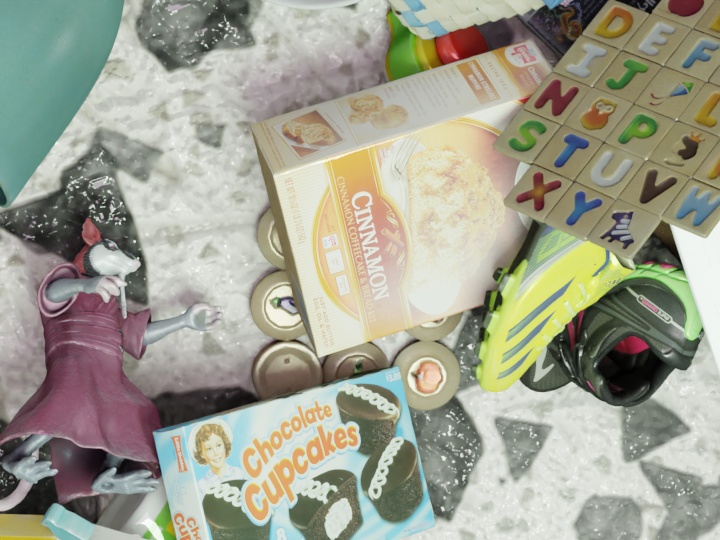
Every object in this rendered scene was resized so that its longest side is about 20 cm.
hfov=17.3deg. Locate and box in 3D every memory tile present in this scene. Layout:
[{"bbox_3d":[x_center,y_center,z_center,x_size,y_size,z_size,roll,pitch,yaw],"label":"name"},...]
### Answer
[{"bbox_3d":[0.000,0.000,1.652,0.153,0.017,0.200,2,98,-8],"label":"memory tile"}]

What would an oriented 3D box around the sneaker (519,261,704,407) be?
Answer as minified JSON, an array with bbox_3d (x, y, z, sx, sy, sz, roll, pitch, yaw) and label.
[{"bbox_3d":[0.160,0.052,1.596,0.077,0.200,0.084,25,65,-21],"label":"sneaker"}]

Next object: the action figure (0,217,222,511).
[{"bbox_3d":[-0.184,0.061,1.580,0.149,0.200,0.134,-24,143,25],"label":"action figure"}]

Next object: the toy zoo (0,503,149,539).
[{"bbox_3d":[-0.172,0.221,1.572,0.131,0.020,0.200,6,138,26],"label":"toy zoo"}]

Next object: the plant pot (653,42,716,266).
[{"bbox_3d":[0.268,-0.071,1.587,0.198,0.200,0.200,42,91,-11],"label":"plant pot"}]

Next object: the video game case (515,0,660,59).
[{"bbox_3d":[0.187,-0.240,1.642,0.182,0.023,0.200,42,90,-11],"label":"video game case"}]

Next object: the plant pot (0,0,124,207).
[{"bbox_3d":[-0.247,-0.166,1.508,0.201,0.201,0.161,43,78,-11],"label":"plant pot"}]

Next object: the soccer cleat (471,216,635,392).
[{"bbox_3d":[0.132,0.007,1.547,0.084,0.065,0.200,20,120,-5],"label":"soccer cleat"}]

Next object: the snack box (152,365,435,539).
[{"bbox_3d":[-0.042,0.140,1.576,0.200,0.037,0.116,-14,91,-43],"label":"snack box"}]

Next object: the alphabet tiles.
[{"bbox_3d":[0.184,-0.098,1.470,0.200,0.166,0.006,-51,142,-18],"label":"alphabet tiles"}]

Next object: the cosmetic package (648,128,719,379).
[{"bbox_3d":[0.282,-0.006,1.483,0.151,0.052,0.200,-17,100,12],"label":"cosmetic package"}]

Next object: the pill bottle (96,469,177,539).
[{"bbox_3d":[-0.083,0.217,1.623,0.200,0.111,0.111,37,92,-11],"label":"pill bottle"}]

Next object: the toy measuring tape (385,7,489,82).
[{"bbox_3d":[0.027,-0.164,1.603,0.074,0.074,0.200,-46,102,0],"label":"toy measuring tape"}]

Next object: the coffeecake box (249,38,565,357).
[{"bbox_3d":[0.043,-0.048,1.578,0.200,0.073,0.154,-18,126,-6],"label":"coffeecake box"}]

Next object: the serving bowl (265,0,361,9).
[{"bbox_3d":[-0.026,-0.267,1.463,0.200,0.066,0.201,8,112,21],"label":"serving bowl"}]

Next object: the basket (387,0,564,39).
[{"bbox_3d":[0.092,-0.257,1.532,0.200,0.139,0.177,-27,58,22],"label":"basket"}]
